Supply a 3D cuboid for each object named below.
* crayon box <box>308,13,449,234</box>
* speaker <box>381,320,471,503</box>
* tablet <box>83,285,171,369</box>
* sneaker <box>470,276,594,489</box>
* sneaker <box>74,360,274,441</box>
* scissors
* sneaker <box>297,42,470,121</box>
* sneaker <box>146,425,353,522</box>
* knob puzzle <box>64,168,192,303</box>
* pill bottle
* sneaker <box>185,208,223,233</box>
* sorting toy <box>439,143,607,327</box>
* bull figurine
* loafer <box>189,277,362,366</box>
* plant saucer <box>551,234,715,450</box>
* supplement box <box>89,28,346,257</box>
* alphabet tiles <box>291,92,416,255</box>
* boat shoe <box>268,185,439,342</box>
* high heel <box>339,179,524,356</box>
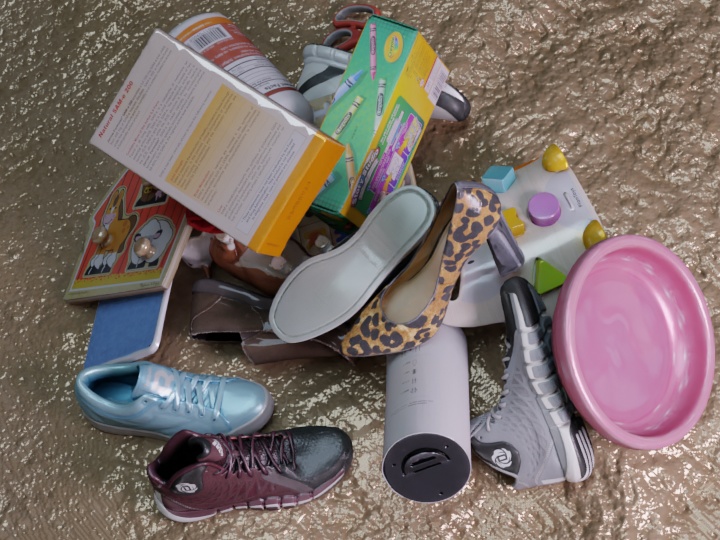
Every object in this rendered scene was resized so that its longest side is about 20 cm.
[{"bbox_3d":[0.013,-0.140,1.637,0.058,0.119,0.200,22,85,22],"label":"crayon box"},{"bbox_3d":[0.061,0.124,1.517,0.081,0.081,0.200,-7,30,6],"label":"speaker"},{"bbox_3d":[-0.227,0.005,1.682,0.130,0.014,0.200,-20,52,44],"label":"tablet"},{"bbox_3d":[0.136,0.114,1.536,0.115,0.075,0.200,-19,87,22],"label":"sneaker"},{"bbox_3d":[-0.188,0.127,1.610,0.199,0.082,0.074,-2,63,9],"label":"sneaker"},{"bbox_3d":[0.031,-0.259,1.765,0.200,0.014,0.073,10,59,47],"label":"scissors"},{"bbox_3d":[0.022,-0.181,1.754,0.200,0.074,0.080,15,81,21],"label":"sneaker"},{"bbox_3d":[-0.109,0.181,1.548,0.200,0.116,0.076,-17,61,1],"label":"sneaker"},{"bbox_3d":[-0.228,-0.067,1.690,0.219,0.030,0.220,-30,42,32],"label":"knob puzzle"},{"bbox_3d":[-0.121,-0.165,1.693,0.112,0.112,0.200,-38,68,-11],"label":"pill bottle"},{"bbox_3d":[-0.159,-0.112,1.589,0.200,0.078,0.116,37,87,26],"label":"sneaker"},{"bbox_3d":[0.137,-0.023,1.606,0.180,0.107,0.200,-19,60,-11],"label":"sorting toy"},{"bbox_3d":[-0.104,-0.016,1.656,0.200,0.121,0.065,19,70,13],"label":"bull figurine"},{"bbox_3d":[-0.085,0.067,1.639,0.200,0.073,0.071,14,76,22],"label":"loafer"},{"bbox_3d":[0.249,0.068,1.529,0.051,0.200,0.201,-15,49,52],"label":"plant saucer"},{"bbox_3d":[-0.132,-0.117,1.516,0.200,0.074,0.126,34,96,14],"label":"supplement box"},{"bbox_3d":[-0.044,-0.100,1.714,0.200,0.006,0.167,-16,72,14],"label":"alphabet tiles"},{"bbox_3d":[0.000,0.000,1.573,0.200,0.060,0.076,-37,74,8],"label":"boat shoe"},{"bbox_3d":[0.046,-0.004,1.496,0.200,0.143,0.071,-32,51,2],"label":"high heel"}]
